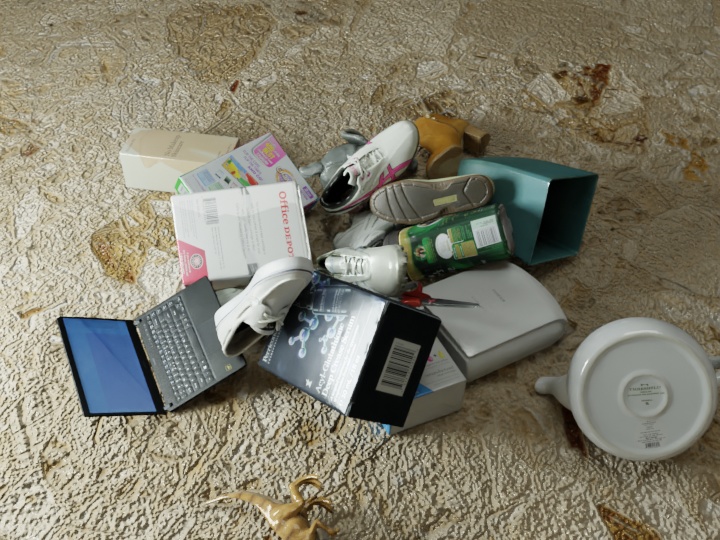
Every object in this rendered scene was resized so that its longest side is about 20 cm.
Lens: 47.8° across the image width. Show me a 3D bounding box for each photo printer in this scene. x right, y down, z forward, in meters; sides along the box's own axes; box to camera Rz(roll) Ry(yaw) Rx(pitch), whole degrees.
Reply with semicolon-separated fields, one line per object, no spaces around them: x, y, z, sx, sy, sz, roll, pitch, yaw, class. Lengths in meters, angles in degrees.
0.195;0.066;1.216;0.199;0.070;0.166;-19;46;-21;photo printer

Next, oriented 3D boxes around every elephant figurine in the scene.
0.005;-0.186;1.464;0.141;0.155;0.200;-34;15;19;elephant figurine

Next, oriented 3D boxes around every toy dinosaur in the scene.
-0.090;0.290;0.968;0.200;0.061;0.106;32;51;29;toy dinosaur

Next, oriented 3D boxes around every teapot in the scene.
0.369;0.147;1.077;0.200;0.198;0.146;35;10;5;teapot

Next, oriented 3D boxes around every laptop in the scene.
-0.289;0.098;1.122;0.200;0.103;0.177;-31;55;0;laptop

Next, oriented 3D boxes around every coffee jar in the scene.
0.135;-0.040;1.267;0.199;0.086;0.104;-14;5;18;coffee jar

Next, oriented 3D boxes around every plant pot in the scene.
0.260;-0.118;1.354;0.141;0.142;0.200;-10;29;-42;plant pot

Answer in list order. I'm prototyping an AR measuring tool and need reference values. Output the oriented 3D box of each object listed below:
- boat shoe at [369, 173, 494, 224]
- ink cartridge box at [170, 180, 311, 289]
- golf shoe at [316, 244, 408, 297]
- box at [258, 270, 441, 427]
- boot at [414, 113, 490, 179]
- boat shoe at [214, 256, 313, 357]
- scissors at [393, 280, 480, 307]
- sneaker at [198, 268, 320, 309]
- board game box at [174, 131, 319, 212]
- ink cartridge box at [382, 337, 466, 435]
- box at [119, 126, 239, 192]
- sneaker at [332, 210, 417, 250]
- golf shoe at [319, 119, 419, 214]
0.117;-0.117;1.309;0.199;0.072;0.076;-3;13;16;boat shoe
-0.186;-0.052;1.280;0.199;0.085;0.146;-8;79;-9;ink cartridge box
0.000;0.000;1.191;0.097;0.079;0.200;0;0;-24;golf shoe
-0.017;0.094;1.059;0.107;0.149;0.200;20;-1;-41;box
0.141;-0.239;1.563;0.144;0.071;0.201;25;43;32;boot
-0.126;0.051;1.059;0.072;0.200;0.066;15;52;-42;boat shoe
0.089;0.047;1.141;0.073;0.014;0.200;-26;20;-19;scissors
-0.141;0.060;1.219;0.199;0.077;0.085;-23;51;-11;sneaker
-0.191;-0.132;1.391;0.200;0.040;0.153;-33;85;-33;board game box
0.049;0.122;1.152;0.115;0.068;0.200;-16;45;-19;ink cartridge box
-0.325;-0.197;1.484;0.199;0.078;0.095;6;43;5;box
0.031;-0.080;1.371;0.099;0.078;0.200;30;48;32;sneaker
0.016;-0.161;1.308;0.073;0.200;0.092;48;18;9;golf shoe
